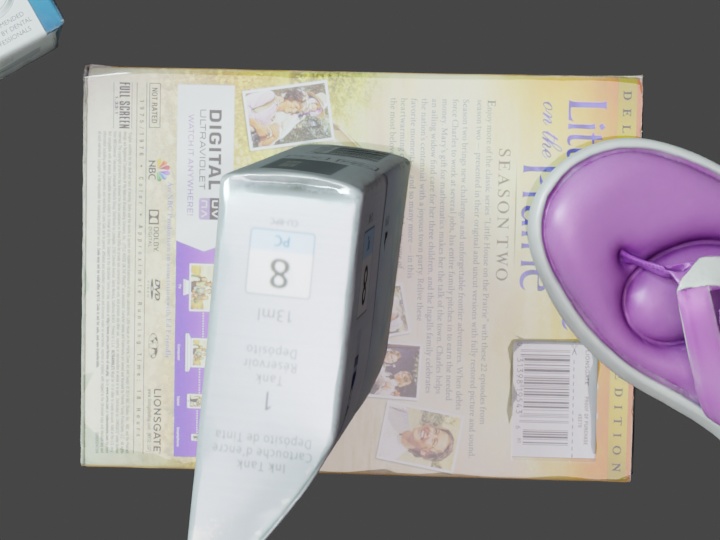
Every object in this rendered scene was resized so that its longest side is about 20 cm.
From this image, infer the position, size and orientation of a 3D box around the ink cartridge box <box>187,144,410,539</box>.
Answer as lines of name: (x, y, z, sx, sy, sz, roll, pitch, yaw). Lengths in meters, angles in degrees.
ink cartridge box: (-0.021, 0.063, 0.747, 0.047, 0.160, 0.201, 5, 97, 5)

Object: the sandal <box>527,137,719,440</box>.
sandal: (0.145, 0.028, 0.805, 0.203, 0.050, 0.083, 42, 79, -15)

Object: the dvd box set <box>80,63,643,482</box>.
dvd box set: (0.000, 0.000, 0.835, 0.199, 0.029, 0.147, 1, 96, 3)

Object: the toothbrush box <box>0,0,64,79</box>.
toothbrush box: (-0.213, -0.131, 0.790, 0.146, 0.085, 0.200, -32, 95, -8)
